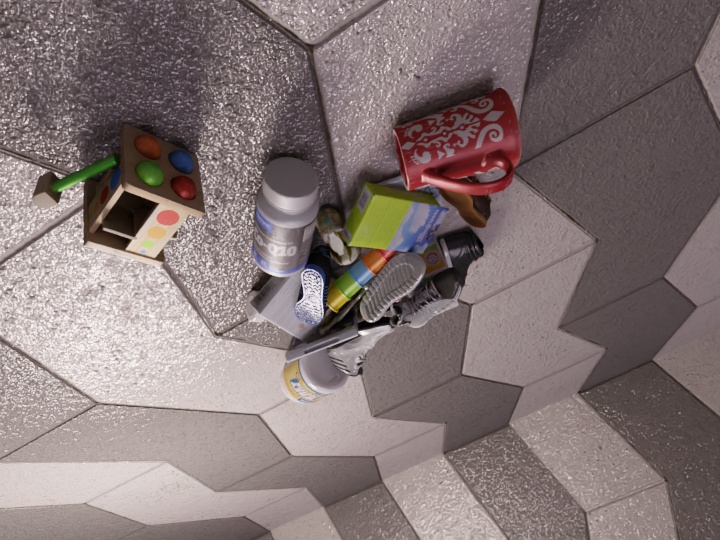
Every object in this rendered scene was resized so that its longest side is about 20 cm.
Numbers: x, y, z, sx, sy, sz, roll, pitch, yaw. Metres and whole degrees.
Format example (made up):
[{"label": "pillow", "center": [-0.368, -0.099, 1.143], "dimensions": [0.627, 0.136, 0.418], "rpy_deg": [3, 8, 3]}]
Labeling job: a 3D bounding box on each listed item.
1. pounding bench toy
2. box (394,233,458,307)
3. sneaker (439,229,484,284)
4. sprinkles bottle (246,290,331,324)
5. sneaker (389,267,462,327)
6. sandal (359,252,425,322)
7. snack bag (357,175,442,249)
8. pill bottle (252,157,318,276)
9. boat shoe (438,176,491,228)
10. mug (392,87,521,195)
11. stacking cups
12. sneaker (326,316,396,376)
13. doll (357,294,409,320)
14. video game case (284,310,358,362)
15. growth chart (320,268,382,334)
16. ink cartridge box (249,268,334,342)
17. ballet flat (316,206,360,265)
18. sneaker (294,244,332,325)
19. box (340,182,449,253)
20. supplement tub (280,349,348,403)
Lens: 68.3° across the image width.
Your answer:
[{"label": "pounding bench toy", "center": [-0.350, -0.125, 0.781], "dimensions": [0.155, 0.127, 0.197], "rpy_deg": [-40, 142, 28]}, {"label": "box", "center": [0.159, 0.020, 1.274], "dimensions": [0.110, 0.103, 0.201], "rpy_deg": [-23, 147, 5]}, {"label": "sneaker", "center": [0.259, -0.023, 1.294], "dimensions": [0.097, 0.072, 0.201], "rpy_deg": [-19, 143, 9]}, {"label": "sprinkles bottle", "center": [-0.164, 0.087, 1.232], "dimensions": [0.195, 0.070, 0.069], "rpy_deg": [6, 140, -34]}, {"label": "sneaker", "center": [0.131, 0.070, 1.152], "dimensions": [0.113, 0.076, 0.201], "rpy_deg": [-7, 147, -39]}, {"label": "sandal", "center": [0.070, 0.033, 1.140], "dimensions": [0.049, 0.084, 0.202], "rpy_deg": [-2, 147, -50]}, {"label": "snack bag", "center": [0.082, -0.131, 1.095], "dimensions": [0.183, 0.022, 0.202], "rpy_deg": [-19, 147, -3]}, {"label": "pill bottle", "center": [-0.134, -0.093, 0.949], "dimensions": [0.110, 0.116, 0.202], "rpy_deg": [-6, 144, -19]}, {"label": "boat shoe", "center": [0.219, -0.159, 1.094], "dimensions": [0.069, 0.072, 0.199], "rpy_deg": [15, 169, 33]}, {"label": "mug", "center": [0.163, -0.210, 0.900], "dimensions": [0.194, 0.179, 0.137], "rpy_deg": [-15, 117, 2]}, {"label": "stacking cups", "center": [0.000, 0.000, 1.150], "dimensions": [0.200, 0.061, 0.060], "rpy_deg": [-45, 142, 9]}, {"label": "sneaker", "center": [0.011, 0.191, 1.318], "dimensions": [0.195, 0.118, 0.076], "rpy_deg": [-19, -173, 18]}, {"label": "doll", "center": [0.062, 0.078, 1.298], "dimensions": [0.132, 0.050, 0.200], "rpy_deg": [4, 161, -21]}, {"label": "video game case", "center": [-0.091, 0.157, 1.302], "dimensions": [0.177, 0.024, 0.200], "rpy_deg": [-21, -173, 1]}, {"label": "growth chart", "center": [-0.008, 0.063, 1.257], "dimensions": [0.200, 0.018, 0.145], "rpy_deg": [-47, 180, 31]}, {"label": "ink cartridge box", "center": [-0.130, 0.057, 1.179], "dimensions": [0.163, 0.050, 0.200], "rpy_deg": [-49, 148, -2]}, {"label": "ballet flat", "center": [-0.041, -0.051, 1.102], "dimensions": [0.069, 0.072, 0.201], "rpy_deg": [-22, 147, 5]}, {"label": "sneaker", "center": [-0.091, 0.034, 1.103], "dimensions": [0.068, 0.079, 0.202], "rpy_deg": [21, 141, 3]}, {"label": "box", "center": [0.070, -0.099, 1.048], "dimensions": [0.196, 0.048, 0.124], "rpy_deg": [4, 129, -38]}, {"label": "supplement tub", "center": [-0.126, 0.271, 1.419], "dimensions": [0.141, 0.149, 0.200], "rpy_deg": [2, 156, -29]}]
